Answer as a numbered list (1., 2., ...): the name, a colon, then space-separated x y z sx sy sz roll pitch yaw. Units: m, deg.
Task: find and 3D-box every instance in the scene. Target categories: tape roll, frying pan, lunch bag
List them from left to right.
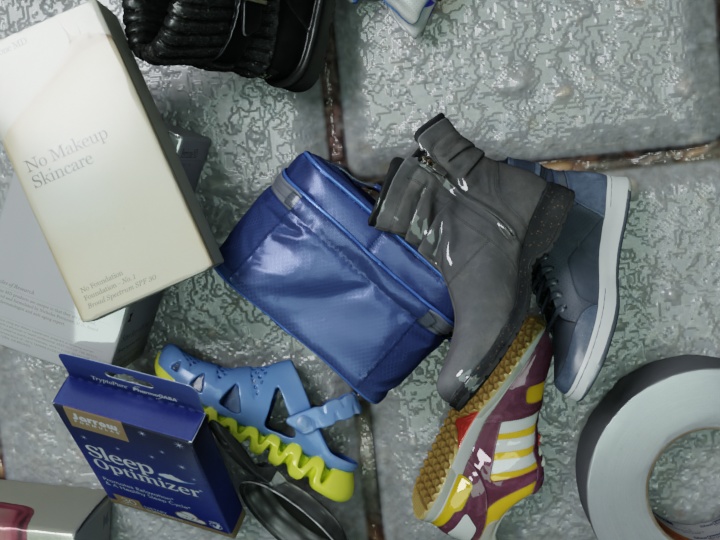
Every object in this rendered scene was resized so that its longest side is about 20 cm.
1. frying pan: -0.076 0.184 0.880 0.190 0.115 0.031 51 60 -15
2. lunch bag: 0.000 0.000 0.842 0.200 0.136 0.132 39 97 -3
3. tape roll: 0.284 0.174 0.882 0.199 0.066 0.201 0 96 4

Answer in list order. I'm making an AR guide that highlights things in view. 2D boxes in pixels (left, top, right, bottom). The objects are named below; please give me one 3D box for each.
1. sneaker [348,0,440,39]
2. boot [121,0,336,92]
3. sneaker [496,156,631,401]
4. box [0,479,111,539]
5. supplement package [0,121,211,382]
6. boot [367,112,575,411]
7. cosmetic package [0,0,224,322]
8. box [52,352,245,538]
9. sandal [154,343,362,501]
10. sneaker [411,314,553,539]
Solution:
1. sneaker: 0.079 -0.256 0.846 0.199 0.081 0.147 9 104 -1
2. boot: -0.090 -0.244 0.788 0.079 0.157 0.212 0 84 46
3. sneaker: 0.129 -0.001 0.834 0.146 0.077 0.203 14 58 0
4. box: -0.325 0.254 0.899 0.199 0.109 0.129 5 96 3
5. supplement package: -0.214 -0.032 0.857 0.119 0.121 0.201 19 97 1
6. boot: 0.060 -0.008 0.755 0.131 0.070 0.200 27 60 0
7. cosmetic package: -0.185 -0.075 0.753 0.103 0.073 0.201 -25 93 0
8. box: -0.167 0.143 0.840 0.121 0.200 0.032 12 53 16
9. sandal: -0.079 0.111 0.894 0.199 0.079 0.087 30 85 -6
10. sneaker: 0.124 0.135 0.890 0.090 0.075 0.201 27 99 -15
